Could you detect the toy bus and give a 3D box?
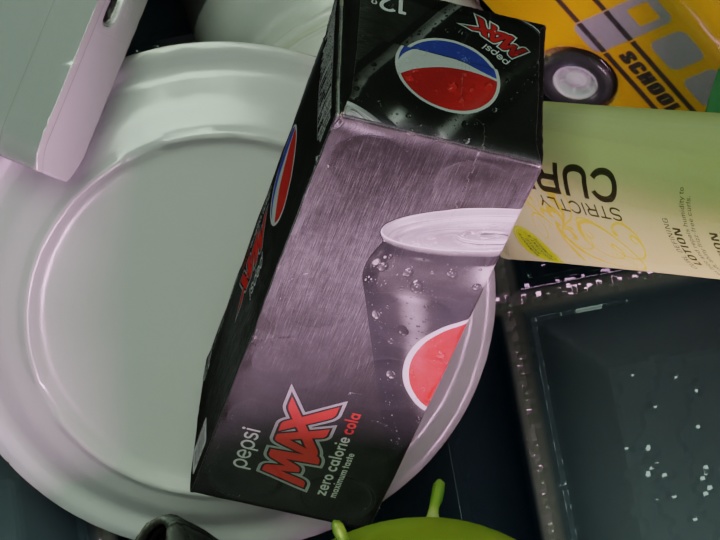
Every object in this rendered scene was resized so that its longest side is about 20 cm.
[{"bbox_3d":[0.080,-0.122,1.046,0.078,0.200,0.065,-22,35,38],"label":"toy bus"}]

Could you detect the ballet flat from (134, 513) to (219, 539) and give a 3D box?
[{"bbox_3d":[-0.118,0.170,1.040,0.200,0.066,0.057,-48,118,-14],"label":"ballet flat"}]

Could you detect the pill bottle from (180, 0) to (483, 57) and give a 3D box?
[{"bbox_3d":[-0.024,-0.141,1.103,0.114,0.114,0.200,-23,71,0],"label":"pill bottle"}]

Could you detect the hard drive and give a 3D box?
[{"bbox_3d":[-0.155,-0.123,1.044,0.200,0.026,0.132,22,89,35],"label":"hard drive"}]

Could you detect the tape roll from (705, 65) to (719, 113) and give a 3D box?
[{"bbox_3d":[0.210,-0.060,1.001,0.200,0.200,0.048,-39,48,-5],"label":"tape roll"}]

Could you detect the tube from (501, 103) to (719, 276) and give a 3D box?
[{"bbox_3d":[0.092,-0.025,0.943,0.200,0.052,0.058,9,98,53],"label":"tube"}]

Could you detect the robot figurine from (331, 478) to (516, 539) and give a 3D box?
[{"bbox_3d":[0.026,0.174,0.980,0.116,0.175,0.200,-8,94,26],"label":"robot figurine"}]

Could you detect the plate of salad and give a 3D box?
[{"bbox_3d":[-0.051,0.009,1.057,0.200,0.048,0.200,-2,112,-4],"label":"plate of salad"}]

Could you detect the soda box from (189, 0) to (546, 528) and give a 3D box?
[{"bbox_3d":[0.000,0.000,0.953,0.071,0.200,0.063,13,49,-9],"label":"soda box"}]
